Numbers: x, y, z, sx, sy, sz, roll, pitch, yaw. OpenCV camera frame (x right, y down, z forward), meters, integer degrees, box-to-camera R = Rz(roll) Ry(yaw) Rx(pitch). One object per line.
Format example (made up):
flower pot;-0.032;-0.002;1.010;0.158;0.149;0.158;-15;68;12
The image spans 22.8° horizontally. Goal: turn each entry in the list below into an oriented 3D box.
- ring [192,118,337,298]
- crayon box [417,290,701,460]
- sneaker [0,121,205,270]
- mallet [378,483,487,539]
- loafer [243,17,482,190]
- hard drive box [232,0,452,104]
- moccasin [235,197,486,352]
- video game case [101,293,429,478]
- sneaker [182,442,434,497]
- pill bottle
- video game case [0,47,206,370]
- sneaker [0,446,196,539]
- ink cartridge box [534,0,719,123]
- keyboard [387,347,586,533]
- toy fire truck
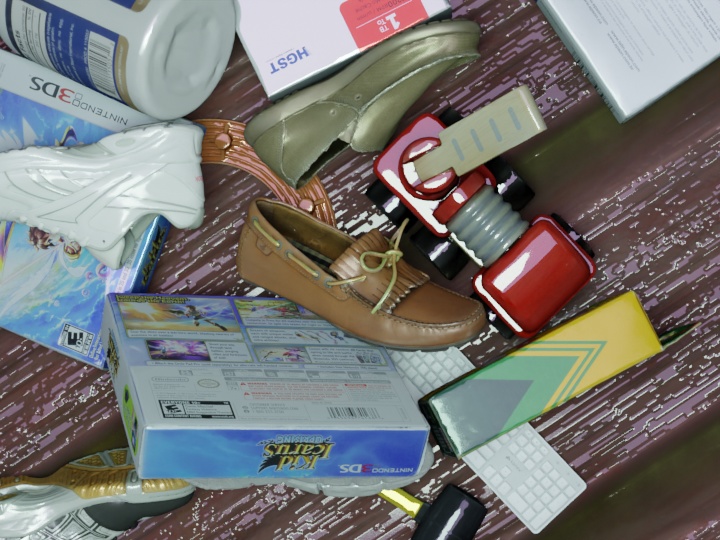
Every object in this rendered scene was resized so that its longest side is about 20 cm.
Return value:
ring;-0.117;-0.018;1.384;0.199;0.019;0.202;0;90;3
crayon box;0.142;0.070;1.312;0.199;0.127;0.051;-27;87;-4
sneaker;-0.206;-0.046;1.299;0.199;0.078;0.100;-10;91;9
mallet;-0.004;0.165;1.371;0.199;0.041;0.066;25;87;7
loafer;0.010;-0.125;1.342;0.199;0.076;0.068;-27;87;18
hard drive box;-0.041;-0.250;1.354;0.155;0.077;0.201;-27;89;3
moccasin;0.001;-0.001;1.303;0.201;0.074;0.078;27;124;28
video game case;-0.073;0.080;1.270;0.199;0.181;0.046;2;118;-18
sneaker;-0.044;0.116;1.331;0.199;0.077;0.082;4;56;-5
pill bottle;-0.200;-0.195;1.321;0.199;0.111;0.111;26;91;26
video game case;-0.237;-0.049;1.364;0.181;0.045;0.201;21;92;11
sneaker;-0.217;0.195;1.369;0.199;0.076;0.088;-12;105;5
ink cartridge box;0.225;-0.248;1.360;0.200;0.043;0.197;-34;88;-1
keyboard;0.086;0.113;1.378;0.056;0.011;0.200;-44;88;1
toy fire truck;0.098;-0.048;1.283;0.129;0.200;0.176;-44;88;2
